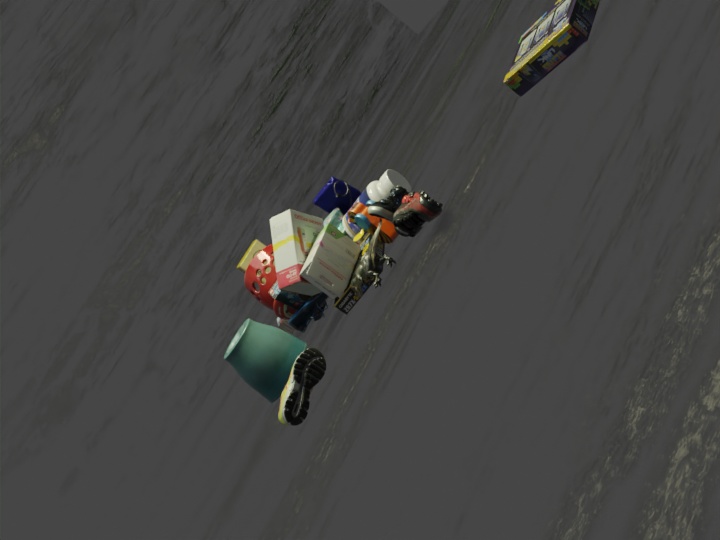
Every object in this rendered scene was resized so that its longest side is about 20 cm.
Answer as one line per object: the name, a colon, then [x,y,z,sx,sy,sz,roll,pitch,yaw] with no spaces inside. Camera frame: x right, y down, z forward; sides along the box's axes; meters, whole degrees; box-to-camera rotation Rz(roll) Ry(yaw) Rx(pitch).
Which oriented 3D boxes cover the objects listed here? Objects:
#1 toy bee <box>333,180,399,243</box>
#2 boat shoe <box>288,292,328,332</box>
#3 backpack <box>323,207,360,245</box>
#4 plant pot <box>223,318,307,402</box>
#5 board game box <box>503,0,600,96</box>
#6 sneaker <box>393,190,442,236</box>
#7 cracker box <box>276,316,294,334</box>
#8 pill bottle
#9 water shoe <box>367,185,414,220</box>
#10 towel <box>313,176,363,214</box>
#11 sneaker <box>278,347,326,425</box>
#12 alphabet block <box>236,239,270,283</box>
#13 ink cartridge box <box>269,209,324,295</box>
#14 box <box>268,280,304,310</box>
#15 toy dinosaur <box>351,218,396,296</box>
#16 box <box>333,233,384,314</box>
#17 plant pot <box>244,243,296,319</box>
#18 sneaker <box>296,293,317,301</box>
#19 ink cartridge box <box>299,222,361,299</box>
toy bee: [0.014,-0.144,1.607,0.129,0.202,0.109,-27,-8,-19]
boat shoe: [-0.136,0.114,1.827,0.200,0.068,0.085,-43,10,44]
backpack: [-0.060,-0.091,1.871,0.179,0.150,0.200,-53,18,8]
plant pot: [-0.285,0.246,1.781,0.201,0.186,0.201,-52,14,18]
board game box: [0.398,-0.483,1.279,0.200,0.056,0.167,-35,27,58]
sneaker: [0.122,-0.121,1.371,0.099,0.070,0.200,-57,11,-3]
cracker box: [-0.211,0.112,2.123,0.202,0.057,0.134,-56,13,0]
pill bottle: [0.049,-0.176,1.707,0.200,0.119,0.120,-48,15,31]
water shoe: [0.076,-0.170,1.510,0.199,0.070,0.080,-16,-60,-65]
towel: [-0.036,-0.215,1.941,0.147,0.198,0.050,-40,32,49]
sneaker: [-0.147,0.273,1.450,0.090,0.077,0.202,-43,19,53]
alphabet block: [-0.582,-0.042,3.575,0.197,0.198,0.196,-59,13,-12]
ink cartridge box: [-0.158,-0.047,1.649,0.082,0.144,0.204,-21,71,32]
box: [-0.174,0.050,1.865,0.038,0.199,0.137,40,93,33]
toy dinosaur: [0.032,-0.014,1.468,0.088,0.047,0.203,37,112,38]
box: [0.000,0.000,1.626,0.160,0.049,0.201,-49,15,25]
plant pot: [-0.246,0.041,1.973,0.182,0.200,0.202,39,98,34]
sneaker: [-0.112,-0.005,1.768,0.201,0.071,0.098,-48,20,1]
ink cartridge box: [-0.081,-0.012,1.580,0.067,0.116,0.202,-41,19,41]
